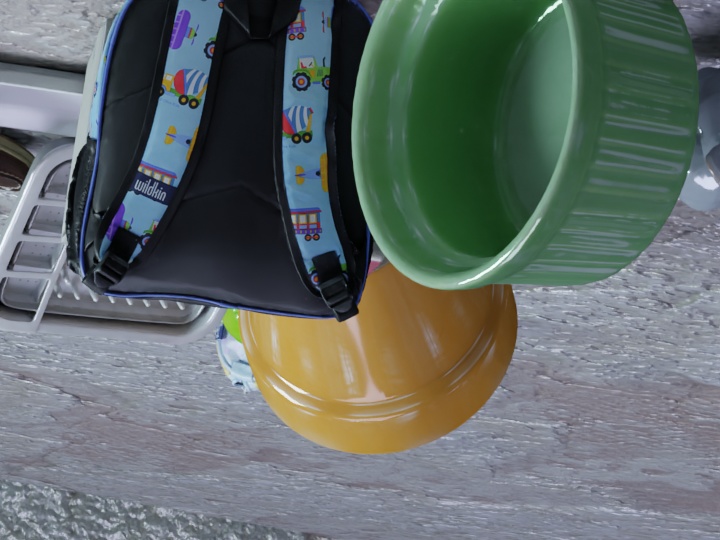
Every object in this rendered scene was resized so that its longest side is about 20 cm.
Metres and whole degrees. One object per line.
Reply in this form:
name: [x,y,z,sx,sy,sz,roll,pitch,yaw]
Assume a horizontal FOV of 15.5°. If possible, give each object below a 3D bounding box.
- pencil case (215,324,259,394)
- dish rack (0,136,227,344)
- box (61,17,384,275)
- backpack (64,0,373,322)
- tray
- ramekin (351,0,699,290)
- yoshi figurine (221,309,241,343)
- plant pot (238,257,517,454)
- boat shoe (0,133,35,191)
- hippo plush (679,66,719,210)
pencil case: [-0.065,0.084,2.407,0.083,0.091,0.200,2,167,17]
dish rack: [-0.172,-0.026,1.922,0.200,0.044,0.172,7,126,-31]
box: [-0.082,-0.071,1.690,0.200,0.128,0.109,10,167,-10]
backpack: [-0.076,-0.081,1.550,0.182,0.200,0.135,6,-173,-7]
tray: [-0.207,-0.116,1.794,0.200,0.022,0.107,8,166,-4]
ramekin: [0.091,-0.084,1.420,0.098,0.200,0.200,7,169,-34]
yoshi figurine: [-0.041,0.046,2.230,0.200,0.113,0.112,13,150,-15]
plant pot: [0.000,0.000,1.858,0.200,0.200,0.183,3,151,14]
boat shoe: [-0.332,-0.077,1.909,0.200,0.072,0.072,15,164,-30]
hippo plush: [0.255,-0.051,1.538,0.161,0.160,0.200,14,165,-29]
